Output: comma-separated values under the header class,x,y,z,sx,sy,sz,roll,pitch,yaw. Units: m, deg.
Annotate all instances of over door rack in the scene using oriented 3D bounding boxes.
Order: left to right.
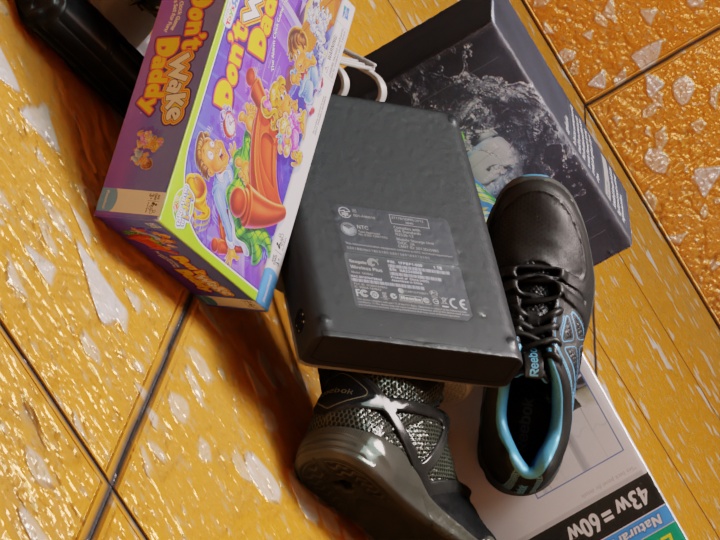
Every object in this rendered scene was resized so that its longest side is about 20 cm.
class,x,y,z,sx,sy,sz,roll,pitch,yaw
over door rack,-0.090,-0.167,1.804,0.200,0.067,0.148,41,13,18

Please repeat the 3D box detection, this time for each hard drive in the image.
class,x,y,z,sx,sy,sz,roll,pitch,yaw
hard drive,0.013,-0.024,1.630,0.139,0.033,0.200,7,48,-24

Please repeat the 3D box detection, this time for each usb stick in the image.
class,x,y,z,sx,sy,sz,roll,pitch,yaw
usb stick,-0.145,-0.118,1.614,0.200,0.033,0.056,45,13,-50

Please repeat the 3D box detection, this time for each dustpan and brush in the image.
class,x,y,z,sx,sy,sz,roll,pitch,yaw
dustpan and brush,-0.149,-0.167,1.686,0.200,0.057,0.140,45,12,-31

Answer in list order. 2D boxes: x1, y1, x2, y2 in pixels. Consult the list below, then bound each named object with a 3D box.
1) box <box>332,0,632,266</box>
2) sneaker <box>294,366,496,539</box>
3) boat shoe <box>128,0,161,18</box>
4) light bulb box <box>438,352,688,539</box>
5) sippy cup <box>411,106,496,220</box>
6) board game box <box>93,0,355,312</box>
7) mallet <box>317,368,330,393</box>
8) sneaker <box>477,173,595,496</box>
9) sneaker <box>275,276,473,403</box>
class,x,y,z,sx,sy,sz,roll,pitch,yaw
box,0.064,-0.069,1.948,0.200,0.196,0.117,56,14,-17
sneaker,0.037,0.117,1.637,0.199,0.076,0.115,45,49,-39
boat shoe,-0.107,-0.171,1.603,0.069,0.057,0.200,31,-4,41
light bulb box,0.127,0.150,1.790,0.200,0.125,0.198,61,-1,2
sippy cup,0.047,-0.012,1.795,0.130,0.140,0.178,37,-4,40
board game box,-0.075,-0.094,1.550,0.134,0.045,0.201,42,59,-55
mallet,-0.017,0.030,1.707,0.041,0.066,0.200,31,31,-45
sneaker,0.111,0.039,1.656,0.082,0.073,0.201,114,-23,-85
sneaker,0.000,0.000,1.666,0.200,0.073,0.071,39,57,-3
